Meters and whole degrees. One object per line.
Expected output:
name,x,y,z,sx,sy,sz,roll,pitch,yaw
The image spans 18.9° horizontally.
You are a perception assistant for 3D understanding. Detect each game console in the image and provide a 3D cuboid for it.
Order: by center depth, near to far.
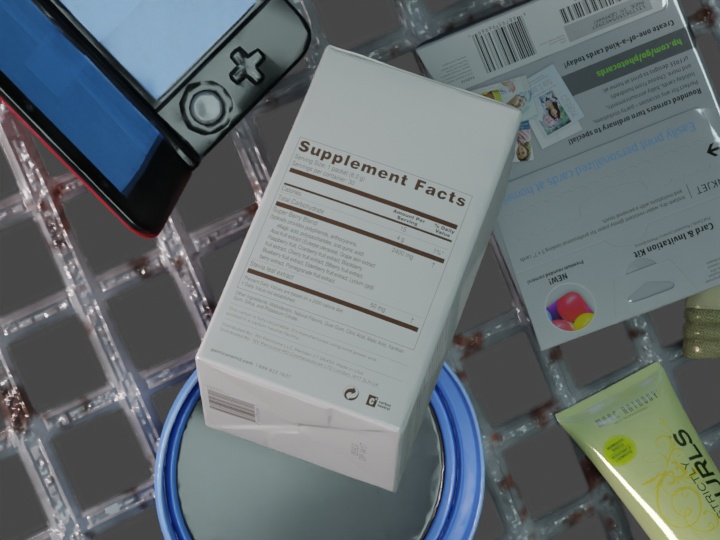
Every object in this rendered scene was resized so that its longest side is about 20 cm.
game console,-0.136,-0.145,1.208,0.172,0.119,0.200,-46,103,-8

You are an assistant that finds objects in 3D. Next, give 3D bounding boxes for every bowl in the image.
bowl,-0.025,0.121,1.294,0.200,0.039,0.201,-1,94,-15

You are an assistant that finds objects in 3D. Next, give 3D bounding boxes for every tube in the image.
tube,0.201,0.150,1.317,0.058,0.052,0.200,0,51,-48

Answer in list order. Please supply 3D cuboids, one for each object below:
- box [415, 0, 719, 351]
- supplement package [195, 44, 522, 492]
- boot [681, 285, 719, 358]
box,0.143,-0.072,1.296,0.156,0.041,0.200,-22,98,15
supplement package,0.000,0.000,1.211,0.120,0.121,0.200,19,69,7
boot,0.290,-0.023,1.352,0.200,0.073,0.156,-6,94,-10
